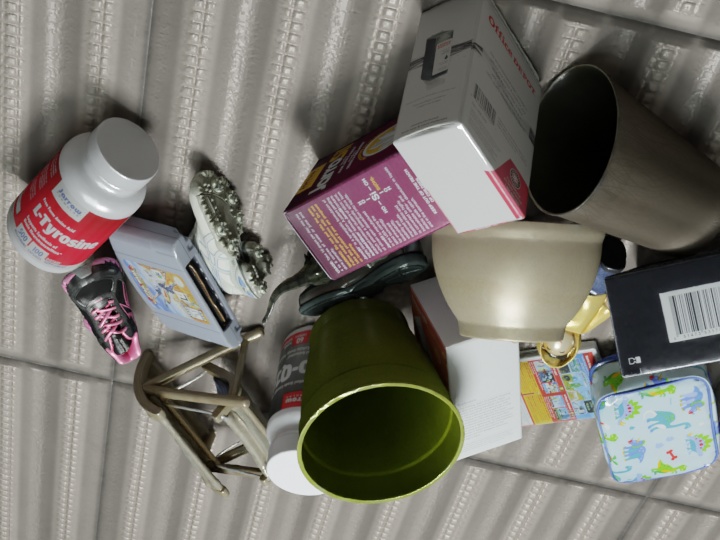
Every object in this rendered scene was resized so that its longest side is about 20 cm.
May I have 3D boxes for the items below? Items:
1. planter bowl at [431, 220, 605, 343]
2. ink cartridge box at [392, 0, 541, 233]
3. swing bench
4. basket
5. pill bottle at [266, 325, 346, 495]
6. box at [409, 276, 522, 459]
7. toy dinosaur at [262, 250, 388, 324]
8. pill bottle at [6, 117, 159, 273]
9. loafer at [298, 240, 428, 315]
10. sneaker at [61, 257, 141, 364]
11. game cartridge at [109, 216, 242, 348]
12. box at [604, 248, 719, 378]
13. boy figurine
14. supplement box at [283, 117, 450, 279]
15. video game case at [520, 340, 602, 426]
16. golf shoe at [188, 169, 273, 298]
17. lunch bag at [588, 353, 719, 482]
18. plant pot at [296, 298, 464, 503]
[{"bbox_3d":[0.174,0.011,1.623,0.198,0.136,0.200,2,-178,0],"label":"planter bowl"},{"bbox_3d":[0.114,-0.163,1.472,0.084,0.201,0.146,-13,133,30],"label":"ink cartridge box"},{"bbox_3d":[-0.187,0.204,1.971,0.198,0.131,0.199,-13,134,23],"label":"swing bench"},{"bbox_3d":[0.293,-0.103,1.547,0.199,0.182,0.136,24,141,-32],"label":"basket"},{"bbox_3d":[-0.061,0.181,1.871,0.113,0.201,0.114,5,138,4],"label":"pill bottle"},{"bbox_3d":[0.133,0.115,1.790,0.097,0.125,0.201,-17,131,-11],"label":"box"},{"bbox_3d":[-0.049,-0.010,1.747,0.199,0.089,0.047,-29,126,35],"label":"toy dinosaur"},{"bbox_3d":[-0.324,-0.090,1.691,0.112,0.113,0.200,32,133,-23],"label":"pill bottle"},{"bbox_3d":[0.000,0.000,1.784,0.199,0.063,0.072,-24,159,35],"label":"loafer"},{"bbox_3d":[-0.318,0.057,1.826,0.078,0.096,0.200,-26,155,-7],"label":"sneaker"},{"bbox_3d":[-0.236,0.015,1.808,0.132,0.042,0.201,11,144,33],"label":"game cartridge"},{"bbox_3d":[0.397,0.038,1.628,0.195,0.119,0.200,-12,178,22],"label":"box"},{"bbox_3d":[0.256,0.039,1.767,0.123,0.065,0.201,12,134,-7],"label":"boy figurine"},{"bbox_3d":[0.034,-0.095,1.600,0.199,0.131,0.103,-26,111,31],"label":"supplement box"},{"bbox_3d":[0.234,0.158,1.931,0.198,0.018,0.144,-9,134,19],"label":"video game case"},{"bbox_3d":[-0.184,-0.037,1.755,0.096,0.079,0.201,-2,136,21],"label":"golf shoe"},{"bbox_3d":[0.387,0.187,1.878,0.159,0.083,0.201,-13,133,9],"label":"lunch bag"},{"bbox_3d":[0.011,0.143,1.748,0.198,0.194,0.202,-5,130,-6],"label":"plant pot"}]
